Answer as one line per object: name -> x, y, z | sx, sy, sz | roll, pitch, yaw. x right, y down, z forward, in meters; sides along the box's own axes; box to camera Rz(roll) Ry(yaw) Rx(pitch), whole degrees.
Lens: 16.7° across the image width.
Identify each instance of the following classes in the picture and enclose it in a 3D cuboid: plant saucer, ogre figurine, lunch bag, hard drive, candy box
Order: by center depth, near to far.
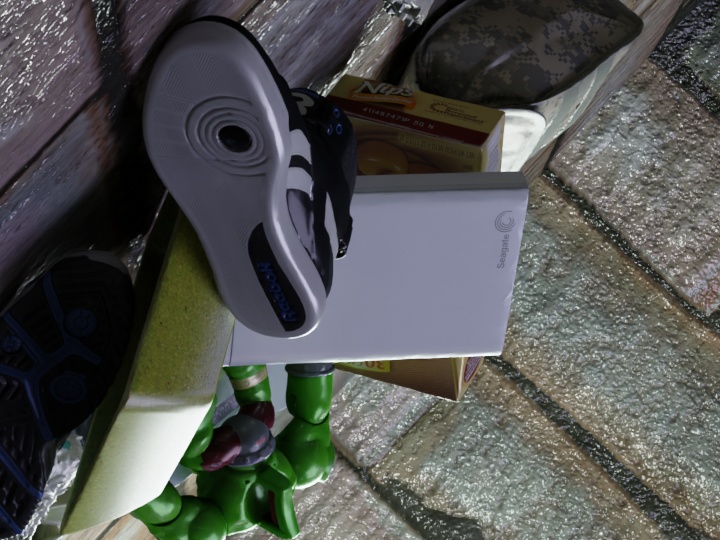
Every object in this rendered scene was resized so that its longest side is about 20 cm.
plant saucer -> -0.100, 0.030, 1.331 | 0.200, 0.048, 0.201 | 121, -15, -60
hard drive -> 0.000, 0.000, 1.541 | 0.027, 0.199, 0.133 | -110, -158, -52
ogre figurine -> -0.085, 0.115, 1.594 | 0.098, 0.121, 0.200 | 1, -150, 32
candy box -> 0.028, -0.020, 1.617 | 0.055, 0.115, 0.201 | -52, 152, -52
lunch bag -> 0.089, -0.126, 1.794 | 0.200, 0.118, 0.164 | -38, 170, -30

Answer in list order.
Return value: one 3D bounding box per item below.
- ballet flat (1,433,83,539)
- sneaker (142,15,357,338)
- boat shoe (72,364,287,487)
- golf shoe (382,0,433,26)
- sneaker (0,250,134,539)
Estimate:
ballet flat -> -0.212, 0.150, 1.547 | 0.072, 0.072, 0.200 | -44, 173, -29
sneaker -> -0.051, -0.072, 1.227 | 0.201, 0.073, 0.112 | 77, 23, -45
boat shoe -> -0.107, 0.070, 1.693 | 0.200, 0.091, 0.071 | -35, 130, -31
golf shoe -> 0.022, -0.179, 1.157 | 0.097, 0.078, 0.200 | -53, 176, -3
sneaker -> -0.178, 0.055, 1.322 | 0.200, 0.075, 0.077 | -55, -163, 35
